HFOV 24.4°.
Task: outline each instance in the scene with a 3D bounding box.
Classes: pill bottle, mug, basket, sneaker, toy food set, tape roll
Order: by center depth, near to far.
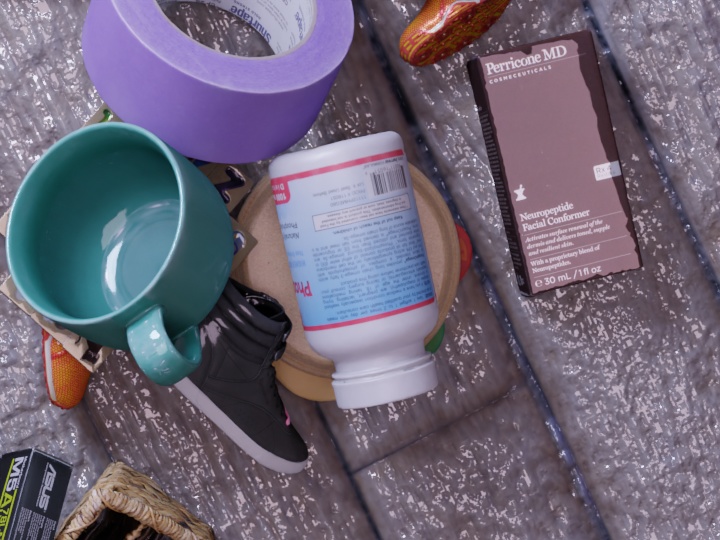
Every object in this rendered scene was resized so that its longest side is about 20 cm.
[{"bbox_3d":[-0.172,-0.003,1.237,0.150,0.114,0.187,0,73,23],"label":"mug"},{"bbox_3d":[-0.110,-0.187,1.287,0.198,0.085,0.202,12,52,-16],"label":"tape roll"},{"bbox_3d":[0.000,0.000,1.299,0.108,0.109,0.202,-12,93,-3],"label":"pill bottle"},{"bbox_3d":[-0.205,0.275,1.329,0.142,0.149,0.201,39,89,-5],"label":"basket"},{"bbox_3d":[-0.077,0.084,1.330,0.099,0.071,0.200,-42,128,3],"label":"sneaker"},{"bbox_3d":[-0.210,0.015,1.345,0.076,0.073,0.202,13,92,-2],"label":"sneaker"},{"bbox_3d":[0.095,-0.252,1.370,0.077,0.073,0.200,39,86,17],"label":"sneaker"},{"bbox_3d":[-0.009,-0.006,1.377,0.197,0.049,0.201,-28,94,-2],"label":"toy food set"}]

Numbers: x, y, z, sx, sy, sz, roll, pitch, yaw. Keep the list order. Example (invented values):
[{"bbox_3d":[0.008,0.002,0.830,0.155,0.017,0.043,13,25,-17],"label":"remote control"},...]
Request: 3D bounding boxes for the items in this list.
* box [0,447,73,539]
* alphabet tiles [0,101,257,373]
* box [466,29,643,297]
[{"bbox_3d":[-0.314,0.244,1.273,0.047,0.192,0.202,34,56,-39],"label":"box"},{"bbox_3d":[-0.183,-0.028,1.317,0.166,0.006,0.200,42,78,-10],"label":"alphabet tiles"},{"bbox_3d":[0.160,-0.088,1.371,0.099,0.075,0.202,-14,92,-2],"label":"box"}]
